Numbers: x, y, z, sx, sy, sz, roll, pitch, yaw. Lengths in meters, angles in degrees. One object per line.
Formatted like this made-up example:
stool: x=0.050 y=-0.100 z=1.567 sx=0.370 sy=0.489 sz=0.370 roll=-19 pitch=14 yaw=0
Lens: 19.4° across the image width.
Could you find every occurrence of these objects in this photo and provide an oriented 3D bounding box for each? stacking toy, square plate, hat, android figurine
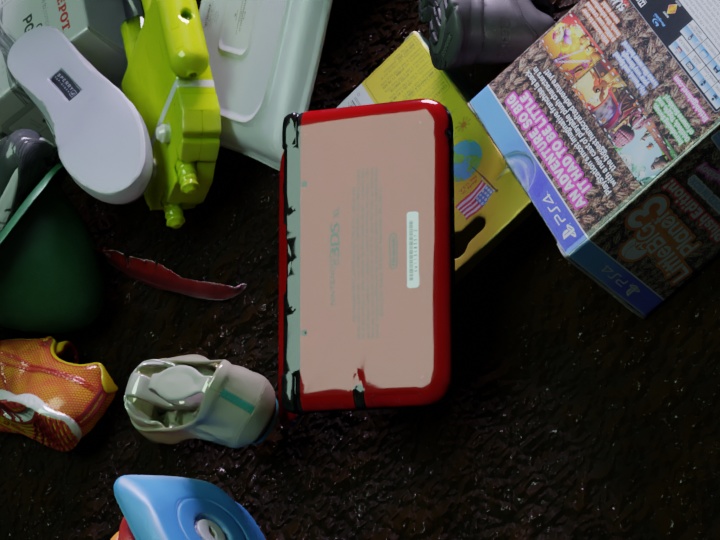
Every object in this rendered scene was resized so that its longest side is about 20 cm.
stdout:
stacking toy: x=-0.157 y=0.241 z=1.432 sx=0.200 sy=0.110 sz=0.116 roll=-48 pitch=54 yaw=24
square plate: x=-0.081 y=-0.187 z=1.584 sx=0.198 sy=0.028 sz=0.201 roll=23 pitch=102 yaw=60
hat: x=-0.209 y=0.028 z=1.651 sx=0.166 sy=0.176 sz=0.200 roll=-56 pitch=4 yaw=-1
android figurine: x=-0.151 y=-0.130 z=1.624 sx=0.182 sy=0.041 sz=0.201 roll=122 pitch=141 yaw=-53

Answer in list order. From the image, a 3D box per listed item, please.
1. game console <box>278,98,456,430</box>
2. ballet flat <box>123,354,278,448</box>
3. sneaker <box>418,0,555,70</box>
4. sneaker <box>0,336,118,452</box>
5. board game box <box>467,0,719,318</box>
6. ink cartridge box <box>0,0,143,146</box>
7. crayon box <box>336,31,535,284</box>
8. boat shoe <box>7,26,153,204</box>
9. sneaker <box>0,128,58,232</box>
game console: x=0.000 y=0.000 z=1.413 sx=0.172 sy=0.119 sz=0.201 roll=-5 pitch=79 yaw=23
ballet flat: x=-0.127 y=0.086 z=1.472 sx=0.200 sy=0.069 sz=0.070 roll=-6 pitch=60 yaw=58
sneaker: x=0.089 y=-0.195 z=1.490 sx=0.200 sy=0.090 sz=0.076 roll=-96 pitch=12 yaw=-55
sneaker: x=-0.261 y=0.086 z=1.640 sx=0.199 sy=0.073 sz=0.077 roll=17 pitch=56 yaw=41
board game box: x=0.194 y=-0.102 z=1.319 sx=0.200 sy=0.097 sz=0.160 roll=-41 pitch=45 yaw=14
ink cartridge box: x=-0.284 y=-0.180 z=1.792 sx=0.200 sy=0.083 sz=0.147 roll=-35 pitch=46 yaw=21
crayon box: x=0.045 y=-0.058 z=1.456 sx=0.127 sy=0.051 sz=0.200 roll=-43 pitch=44 yaw=14
boat shoe: x=-0.209 y=-0.110 z=1.636 sx=0.071 sy=0.070 sz=0.200 roll=-39 pitch=52 yaw=-4
sneaker: x=-0.308 y=-0.071 z=1.689 sx=0.075 sy=0.085 sz=0.200 roll=-57 pitch=9 yaw=-29
